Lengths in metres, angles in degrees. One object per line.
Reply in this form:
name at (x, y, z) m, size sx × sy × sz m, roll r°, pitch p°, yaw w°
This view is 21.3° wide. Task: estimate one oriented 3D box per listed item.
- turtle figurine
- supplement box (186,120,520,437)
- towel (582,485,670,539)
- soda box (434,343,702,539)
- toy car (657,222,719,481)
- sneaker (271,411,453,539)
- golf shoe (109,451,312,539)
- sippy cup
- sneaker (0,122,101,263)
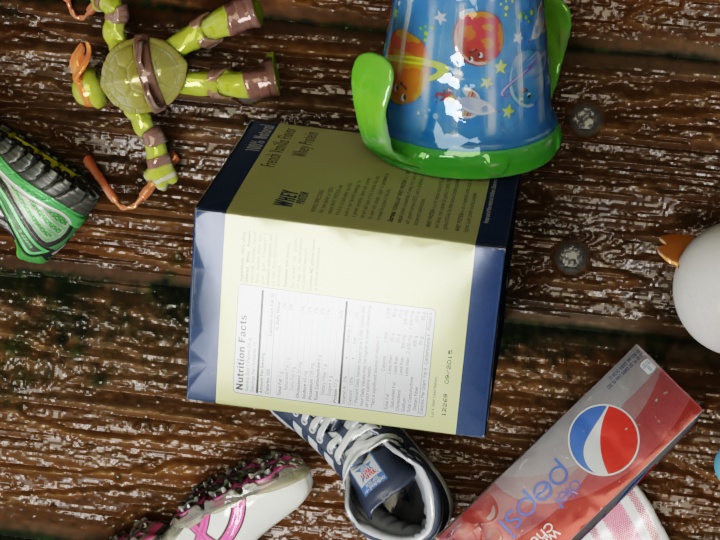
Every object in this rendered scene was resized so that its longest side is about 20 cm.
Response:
turtle figurine at (-0.146, -0.155, 1.384) m, size 0.160 × 0.064 × 0.201 m, roll -15°, pitch 91°, yaw 6°
supplement box at (0.000, 0.000, 1.296) m, size 0.198 × 0.200 × 0.135 m, roll 7°, pitch 112°, yaw 5°
towel at (0.142, 0.251, 1.391) m, size 0.199 × 0.030 × 0.147 m, roll -31°, pitch 90°, yaw 6°
soda box at (0.147, 0.147, 1.348) m, size 0.200 × 0.063 × 0.070 m, roll -43°, pitch 77°, yaw -3°
toy car at (0.292, 0.026, 1.321) m, size 0.200 × 0.176 × 0.185 m, roll 48°, pitch 128°, yaw 35°
sneaker at (-0.010, 0.117, 1.360) m, size 0.070 × 0.108 × 0.200 m, roll -44°, pitch 88°, yaw 5°
golf shoe at (-0.108, 0.204, 1.395) m, size 0.199 × 0.073 × 0.092 m, roll -33°, pitch 95°, yaw 18°
sippy cup at (0.072, -0.147, 1.305) m, size 0.139 × 0.178 × 0.131 m, roll 5°, pitch 115°, yaw 6°
sneaker at (-0.293, -0.077, 1.397) m, size 0.199 × 0.078 × 0.085 m, roll 34°, pitch 100°, yaw 5°
